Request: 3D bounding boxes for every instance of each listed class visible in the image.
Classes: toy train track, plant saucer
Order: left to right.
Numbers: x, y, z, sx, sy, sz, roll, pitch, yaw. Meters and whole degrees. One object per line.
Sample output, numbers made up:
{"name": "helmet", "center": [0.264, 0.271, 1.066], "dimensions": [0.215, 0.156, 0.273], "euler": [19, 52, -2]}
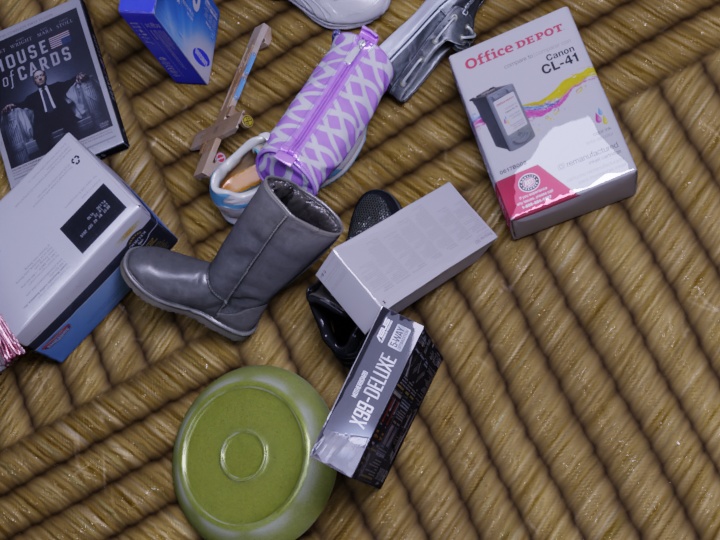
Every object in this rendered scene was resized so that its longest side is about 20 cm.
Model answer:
{"name": "toy train track", "center": [-0.138, -0.189, 1.529], "dimensions": [0.032, 0.114, 0.202], "euler": [30, 67, -27]}
{"name": "plant saucer", "center": [-0.119, 0.198, 1.426], "dimensions": [0.197, 0.031, 0.203], "euler": [-6, 73, 20]}

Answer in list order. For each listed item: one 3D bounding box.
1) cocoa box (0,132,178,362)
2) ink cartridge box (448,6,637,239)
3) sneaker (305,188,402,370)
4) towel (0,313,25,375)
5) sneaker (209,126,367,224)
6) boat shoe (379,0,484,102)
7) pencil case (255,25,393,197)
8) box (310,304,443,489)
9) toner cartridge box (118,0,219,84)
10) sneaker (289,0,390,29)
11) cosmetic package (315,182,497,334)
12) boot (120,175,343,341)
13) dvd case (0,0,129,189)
{"name": "cocoa box", "center": [-0.327, -0.022, 1.485], "dimensions": [0.200, 0.131, 0.133], "euler": [-46, 71, -2]}
{"name": "ink cartridge box", "center": [0.194, -0.156, 1.438], "dimensions": [0.146, 0.086, 0.202], "euler": [-22, 75, 6]}
{"name": "sneaker", "center": [0.000, 0.000, 1.423], "dimensions": [0.075, 0.114, 0.202], "euler": [6, 75, 23]}
{"name": "towel", "center": [-0.426, 0.051, 1.445], "dimensions": [0.023, 0.200, 0.145], "euler": [-32, 92, -28]}
{"name": "sneaker", "center": [-0.077, -0.125, 1.487], "dimensions": [0.199, 0.081, 0.077], "euler": [-36, 71, -3]}
{"name": "boat shoe", "center": [0.097, -0.269, 1.500], "dimensions": [0.200, 0.072, 0.071], "euler": [-44, 80, 10]}
{"name": "pencil case", "center": [-0.035, -0.166, 1.428], "dimensions": [0.083, 0.086, 0.201], "euler": [29, 64, 0]}
{"name": "box", "center": [0.021, 0.133, 1.342], "dimensions": [0.049, 0.200, 0.159], "euler": [25, 84, 13]}
{"name": "toner cartridge box", "center": [-0.209, -0.288, 1.491], "dimensions": [0.043, 0.200, 0.096], "euler": [6, 78, 12]}
{"name": "sneaker", "center": [-0.061, -0.337, 1.525], "dimensions": [0.198, 0.099, 0.079], "euler": [19, 81, 15]}
{"name": "cosmetic package", "center": [0.050, -0.015, 1.385], "dimensions": [0.083, 0.051, 0.199], "euler": [48, 46, 12]}
{"name": "boot", "center": [-0.138, -0.024, 1.402], "dimensions": [0.180, 0.200, 0.073], "euler": [23, 48, -17]}
{"name": "dvd case", "center": [-0.371, -0.209, 1.597], "dimensions": [0.149, 0.025, 0.202], "euler": [-22, 74, 5]}
